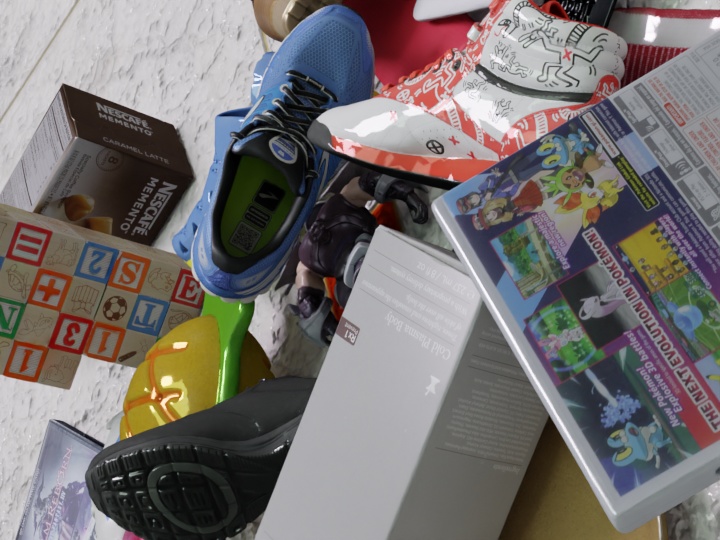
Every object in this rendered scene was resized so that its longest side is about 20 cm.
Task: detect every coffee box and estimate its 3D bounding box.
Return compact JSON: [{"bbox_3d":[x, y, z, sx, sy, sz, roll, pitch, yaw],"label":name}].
[{"bbox_3d":[-0.244,-0.044,1.258,0.201,0.114,0.080,-53,38,25],"label":"coffee box"}]

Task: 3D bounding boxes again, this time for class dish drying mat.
[{"bbox_3d":[0.026,-0.175,1.014,0.077,0.018,0.200,-58,36,21],"label":"dish drying mat"}]

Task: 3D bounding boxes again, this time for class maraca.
[{"bbox_3d":[-0.104,0.082,1.001,0.137,0.106,0.202,-148,71,-67],"label":"maraca"}]

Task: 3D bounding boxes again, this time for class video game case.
[{"bbox_3d":[0.149,-0.006,0.667,0.181,0.023,0.201,-30,51,3],"label":"video game case"},{"bbox_3d":[-0.234,0.213,1.218,0.199,0.019,0.144,13,87,55],"label":"video game case"}]

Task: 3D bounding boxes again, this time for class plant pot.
[{"bbox_3d":[0.090,0.156,0.769,0.199,0.027,0.202,-27,56,48],"label":"plant pot"}]

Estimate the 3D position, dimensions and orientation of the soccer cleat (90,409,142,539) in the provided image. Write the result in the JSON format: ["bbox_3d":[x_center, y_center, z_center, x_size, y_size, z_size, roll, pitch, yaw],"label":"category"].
[{"bbox_3d":[-0.165,0.188,1.082,0.086,0.070,0.202,-24,49,38],"label":"soccer cleat"}]

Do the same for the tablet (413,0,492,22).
[{"bbox_3d":[0.106,-0.220,0.890,0.199,0.014,0.131,4,69,60],"label":"tablet"}]

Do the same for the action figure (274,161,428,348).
[{"bbox_3d":[0.000,0.000,0.932,0.200,0.069,0.131,-117,45,-64],"label":"action figure"}]

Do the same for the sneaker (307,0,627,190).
[{"bbox_3d":[0.060,-0.100,0.822,0.200,0.067,0.109,15,90,44],"label":"sneaker"}]

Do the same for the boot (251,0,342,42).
[{"bbox_3d":[-0.008,-0.249,1.019,0.200,0.072,0.167,-47,24,8],"label":"boot"}]

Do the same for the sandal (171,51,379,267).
[{"bbox_3d":[-0.072,-0.080,1.037,0.200,0.087,0.079,-44,-2,27],"label":"sandal"}]

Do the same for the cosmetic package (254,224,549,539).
[{"bbox_3d":[0.028,0.091,0.787,0.107,0.090,0.202,27,95,51],"label":"cosmetic package"}]

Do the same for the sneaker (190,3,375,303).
[{"bbox_3d":[-0.042,-0.075,0.915,0.089,0.078,0.202,140,153,-79],"label":"sneaker"}]

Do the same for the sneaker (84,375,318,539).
[{"bbox_3d":[-0.070,0.110,0.909,0.091,0.198,0.077,-107,8,-62],"label":"sneaker"}]

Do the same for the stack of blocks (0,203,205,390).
[{"bbox_3d":[-0.226,0.026,1.123,0.058,0.199,0.116,29,100,53],"label":"stack of blocks"}]

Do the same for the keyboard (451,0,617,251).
[{"bbox_3d":[0.084,-0.084,0.853,0.202,0.039,0.104,-69,20,6],"label":"keyboard"}]

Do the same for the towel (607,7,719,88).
[{"bbox_3d":[0.152,-0.041,0.771,0.144,0.023,0.202,17,90,55],"label":"towel"}]
